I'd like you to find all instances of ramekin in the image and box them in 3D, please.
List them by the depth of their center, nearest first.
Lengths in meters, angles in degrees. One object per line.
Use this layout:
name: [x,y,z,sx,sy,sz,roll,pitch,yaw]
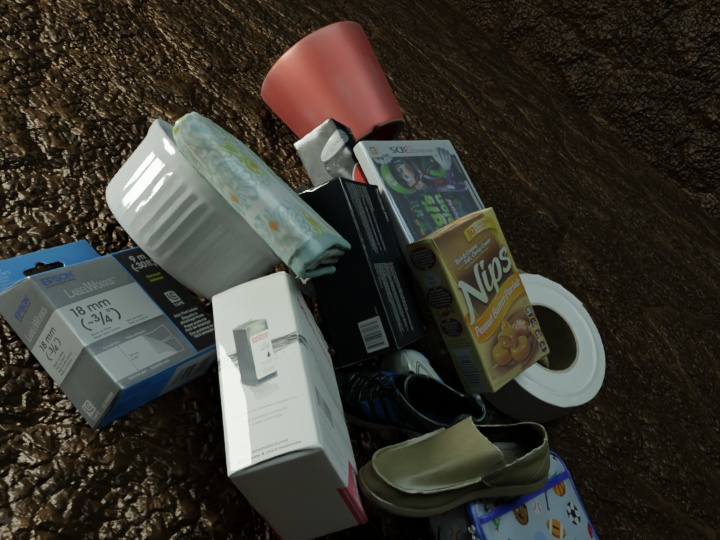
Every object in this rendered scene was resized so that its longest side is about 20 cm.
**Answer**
ramekin: [-0.174,-0.057,0.812,0.200,0.098,0.200,45,3,-3]

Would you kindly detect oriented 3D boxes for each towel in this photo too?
towel: [-0.089,-0.065,0.732,0.171,0.048,0.200,43,3,4]

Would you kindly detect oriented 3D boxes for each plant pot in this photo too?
plant pot: [-0.032,-0.271,1.237,0.178,0.200,0.200,56,33,9]

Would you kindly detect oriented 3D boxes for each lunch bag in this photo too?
lunch bag: [0.161,0.270,0.773,0.200,0.075,0.161,-4,69,-48]

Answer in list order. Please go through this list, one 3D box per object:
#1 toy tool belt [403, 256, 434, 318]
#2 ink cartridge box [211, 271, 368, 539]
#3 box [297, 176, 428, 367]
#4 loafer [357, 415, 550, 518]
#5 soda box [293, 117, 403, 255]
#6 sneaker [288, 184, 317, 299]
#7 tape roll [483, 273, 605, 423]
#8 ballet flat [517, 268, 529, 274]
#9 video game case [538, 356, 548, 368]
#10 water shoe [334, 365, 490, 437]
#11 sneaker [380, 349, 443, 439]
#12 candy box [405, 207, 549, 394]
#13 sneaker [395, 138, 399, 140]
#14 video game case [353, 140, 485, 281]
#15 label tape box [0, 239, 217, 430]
toy tool belt: [0.093,-0.031,1.085,0.123,0.125,0.200,-20,55,-33]
ink cartridge box: [-0.067,0.123,0.695,0.146,0.085,0.200,68,5,-45]
box: [0.000,0.000,0.893,0.141,0.079,0.201,-7,77,-69]
loafer: [0.091,0.173,0.702,0.199,0.068,0.076,-2,28,-27]
soda box: [-0.010,-0.100,1.012,0.200,0.071,0.063,63,20,14]
sneaker: [-0.048,-0.035,1.009,0.081,0.074,0.200,24,35,-30]
tape roll: [0.242,0.107,1.060,0.202,0.071,0.203,14,55,-21]
ballet flat: [0.198,0.005,1.221,0.200,0.071,0.065,28,7,-2]
video game case: [0.259,0.128,1.163,0.143,0.018,0.200,-3,49,-47]
water shoe: [0.044,0.129,0.799,0.199,0.079,0.072,14,49,24]
sneaker: [0.083,0.172,0.866,0.072,0.072,0.200,8,42,-31]
candy box: [0.146,0.037,0.932,0.115,0.055,0.200,-27,97,-36]
sneaker: [0.034,-0.214,1.342,0.200,0.060,0.104,31,26,-19]
video game case: [0.099,-0.088,1.017,0.181,0.023,0.200,-10,69,-42]
label tape box: [-0.244,0.033,0.714,0.200,0.063,0.144,46,31,12]
